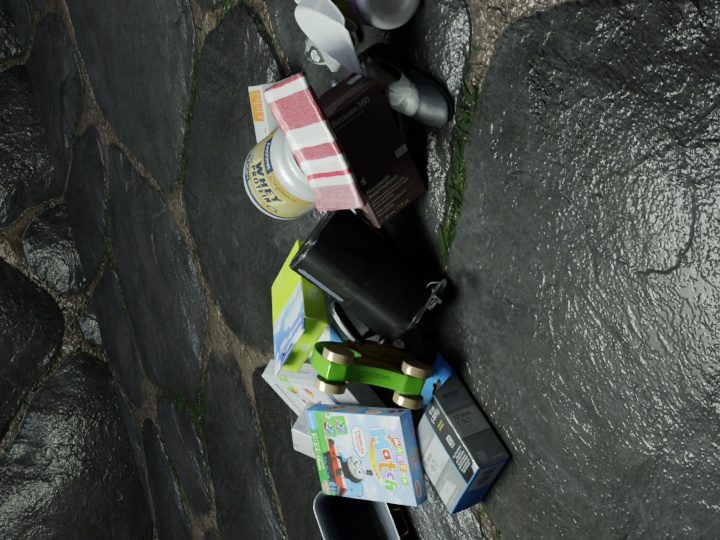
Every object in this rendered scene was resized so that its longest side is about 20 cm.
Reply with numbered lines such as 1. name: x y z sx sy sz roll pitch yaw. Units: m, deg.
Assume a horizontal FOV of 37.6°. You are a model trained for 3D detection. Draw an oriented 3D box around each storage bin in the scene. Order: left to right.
1. storage bin: 0.014 0.474 1.902 0.134 0.145 0.201 74 174 -77

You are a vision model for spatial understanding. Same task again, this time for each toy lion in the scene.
1. toy lion: 0.016 0.143 1.632 0.192 0.199 0.069 -135 59 -71

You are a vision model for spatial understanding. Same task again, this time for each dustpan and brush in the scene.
1. dustpan and brush: -0.064 -0.369 1.501 0.199 0.057 0.140 35 170 21

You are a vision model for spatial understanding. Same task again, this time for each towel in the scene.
1. towel: -0.066 -0.176 1.490 0.201 0.023 0.144 64 158 -12

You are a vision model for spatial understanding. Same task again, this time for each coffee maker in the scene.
1. coffee maker: 0.012 -0.004 1.583 0.200 0.135 0.192 38 133 -8

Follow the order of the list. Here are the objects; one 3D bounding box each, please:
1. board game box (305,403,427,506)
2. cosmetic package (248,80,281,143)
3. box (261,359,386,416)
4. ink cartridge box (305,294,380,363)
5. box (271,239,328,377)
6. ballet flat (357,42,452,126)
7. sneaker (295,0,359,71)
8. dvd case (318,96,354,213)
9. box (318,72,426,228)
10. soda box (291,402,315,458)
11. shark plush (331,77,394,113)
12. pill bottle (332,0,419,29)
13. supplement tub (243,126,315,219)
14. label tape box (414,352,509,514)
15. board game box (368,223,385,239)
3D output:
1. board game box: 0.008 0.295 1.708 0.199 0.037 0.152 -3 103 39
2. cosmetic package: -0.140 -0.232 1.868 0.101 0.071 0.201 -160 60 -70
3. box: -0.055 0.221 1.836 0.199 0.041 0.156 4 142 41
4. ink cartridge box: -0.049 0.111 1.834 0.147 0.086 0.200 54 151 8
5. box: -0.099 0.063 1.681 0.201 0.047 0.122 -98 31 -46
6. ballet flat: 0.052 -0.263 1.522 0.200 0.073 0.073 50 143 39
7. sneaker: -0.078 -0.402 1.691 0.201 0.075 0.116 64 152 19
8. dvd case: -0.035 -0.175 1.775 0.146 0.022 0.201 40 136 48
9. box: 0.010 -0.173 1.534 0.075 0.100 0.201 31 156 53
10. soda box: -0.018 0.303 1.816 0.199 0.064 0.068 21 142 18
11. shark plush: 0.000 -0.196 1.624 0.091 0.083 0.201 27 122 55
12. pill bottle: -0.006 -0.410 1.518 0.200 0.104 0.105 31 130 53
13. supplement tub: -0.094 -0.171 1.710 0.200 0.144 0.145 -23 83 62
14. label tape box: 0.132 0.250 1.627 0.200 0.066 0.144 56 147 29
15. board game box: 0.000 0.000 1.776 0.103 0.019 0.200 51 145 19
